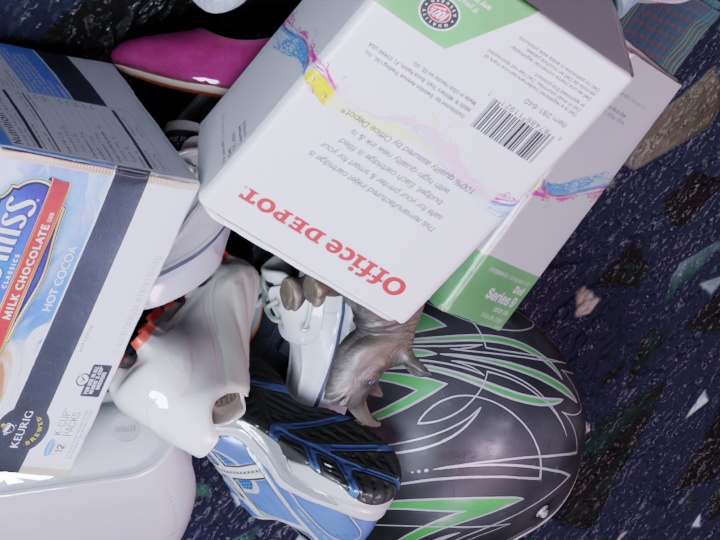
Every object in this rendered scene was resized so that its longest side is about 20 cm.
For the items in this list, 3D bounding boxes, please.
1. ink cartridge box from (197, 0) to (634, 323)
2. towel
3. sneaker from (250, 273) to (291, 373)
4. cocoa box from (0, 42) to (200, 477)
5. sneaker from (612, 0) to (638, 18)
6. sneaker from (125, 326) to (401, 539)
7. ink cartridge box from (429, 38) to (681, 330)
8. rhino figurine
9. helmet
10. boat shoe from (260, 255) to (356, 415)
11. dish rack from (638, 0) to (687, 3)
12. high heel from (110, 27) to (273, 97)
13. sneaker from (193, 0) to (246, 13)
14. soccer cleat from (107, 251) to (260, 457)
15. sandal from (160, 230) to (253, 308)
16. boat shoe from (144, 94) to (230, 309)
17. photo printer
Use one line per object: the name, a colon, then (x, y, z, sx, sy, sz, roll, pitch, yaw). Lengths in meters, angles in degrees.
ink cartridge box: (0.025, -0.090, 1.352, 0.144, 0.084, 0.200, 31, 118, -24)
towel: (0.161, -0.123, 1.747, 0.146, 0.022, 0.201, 14, 113, -51)
sneaker: (-0.078, 0.063, 1.614, 0.199, 0.080, 0.078, -36, 170, -10)
cocoa box: (-0.202, -0.008, 1.372, 0.131, 0.133, 0.201, 9, 118, -38)
sneaker: (0.080, -0.205, 1.368, 0.074, 0.199, 0.082, -41, -155, 58)
sneaker: (-0.071, 0.104, 1.527, 0.076, 0.200, 0.077, -31, 149, -48)
ink cartridge box: (0.082, -0.087, 1.590, 0.201, 0.145, 0.087, -55, 148, 10)
rhino figurine: (0.000, 0.000, 1.486, 0.087, 0.060, 0.201, -16, 110, -26)
helmet: (0.044, 0.099, 1.667, 0.199, 0.201, 0.190, -7, 163, -42)
boat shoe: (-0.031, 0.008, 1.551, 0.066, 0.074, 0.201, 9, 100, -17)
dish rack: (0.101, -0.233, 1.452, 0.199, 0.173, 0.044, 3, 162, -22)
high heel: (-0.041, -0.144, 1.440, 0.198, 0.067, 0.097, 4, 92, -13)
sneaker: (-0.036, -0.238, 1.390, 0.113, 0.076, 0.201, -18, 141, -35)
soccer cleat: (-0.092, 0.051, 1.470, 0.069, 0.078, 0.200, -42, -175, 22)
sandal: (-0.130, -0.018, 1.526, 0.076, 0.043, 0.200, -52, 144, 7)
boat shoe: (-0.101, -0.056, 1.461, 0.200, 0.073, 0.066, -61, 147, -47)
photo printer: (-0.197, 0.140, 1.504, 0.198, 0.070, 0.167, -7, 150, -11)
